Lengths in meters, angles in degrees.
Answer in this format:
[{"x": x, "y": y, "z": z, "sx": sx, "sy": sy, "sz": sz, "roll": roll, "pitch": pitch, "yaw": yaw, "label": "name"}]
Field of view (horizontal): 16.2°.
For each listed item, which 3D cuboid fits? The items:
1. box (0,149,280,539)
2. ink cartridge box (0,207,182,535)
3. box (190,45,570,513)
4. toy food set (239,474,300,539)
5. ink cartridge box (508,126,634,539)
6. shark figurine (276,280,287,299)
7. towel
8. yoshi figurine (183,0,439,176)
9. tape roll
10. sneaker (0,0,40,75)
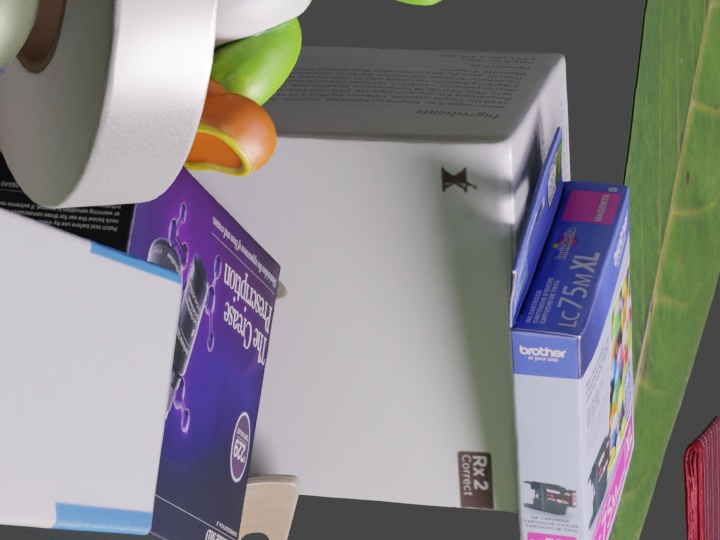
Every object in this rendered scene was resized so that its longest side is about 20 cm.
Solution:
[{"x": -0.100, "y": 0.036, "z": 1.008, "sx": 0.200, "sy": 0.078, "sz": 0.142, "roll": 48, "pitch": 52, "yaw": -71, "label": "box"}, {"x": -0.171, "y": 0.023, "z": 0.727, "sx": 0.145, "sy": 0.199, "sz": 0.084, "roll": 21, "pitch": 75, "yaw": -72, "label": "ink cartridge box"}, {"x": 0.000, "y": 0.000, "z": 1.273, "sx": 0.131, "sy": 0.199, "sz": 0.200, "roll": -55, "pitch": 145, "yaw": -61, "label": "box"}, {"x": -0.072, "y": 0.216, "z": 1.228, "sx": 0.144, "sy": 0.060, "sz": 0.201, "roll": 106, "pitch": 0, "yaw": -52, "label": "toy food set"}, {"x": 0.103, "y": 0.046, "z": 1.214, "sx": 0.120, "sy": 0.042, "sz": 0.201, "roll": -66, "pitch": 154, "yaw": -49, "label": "ink cartridge box"}, {"x": -0.099, "y": 0.076, "z": 1.186, "sx": 0.128, "sy": 0.089, "sz": 0.216, "roll": -14, "pitch": 100, "yaw": -37, "label": "shark figurine"}, {"x": 0.392, "y": 0.250, "z": 2.867, "sx": 0.200, "sy": 0.022, "sz": 0.145, "roll": -21, "pitch": 110, "yaw": -73, "label": "towel"}, {"x": -0.018, "y": -0.137, "z": 0.973, "sx": 0.200, "sy": 0.112, "sz": 0.113, "roll": -56, "pitch": 162, "yaw": -24, "label": "yoshi figurine"}, {"x": -0.096, "y": -0.121, "z": 0.852, "sx": 0.203, "sy": 0.037, "sz": 0.204, "roll": 175, "pitch": -90, "yaw": -67, "label": "tape roll"}, {"x": -0.188, "y": -0.106, "z": 0.746, "sx": 0.090, "sy": 0.200, "sz": 0.067, "roll": -65, "pitch": -159, "yaw": 0, "label": "sneaker"}]
